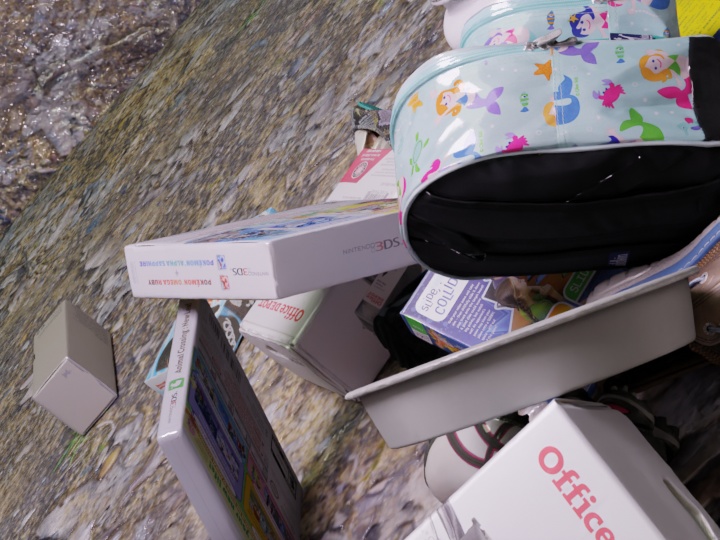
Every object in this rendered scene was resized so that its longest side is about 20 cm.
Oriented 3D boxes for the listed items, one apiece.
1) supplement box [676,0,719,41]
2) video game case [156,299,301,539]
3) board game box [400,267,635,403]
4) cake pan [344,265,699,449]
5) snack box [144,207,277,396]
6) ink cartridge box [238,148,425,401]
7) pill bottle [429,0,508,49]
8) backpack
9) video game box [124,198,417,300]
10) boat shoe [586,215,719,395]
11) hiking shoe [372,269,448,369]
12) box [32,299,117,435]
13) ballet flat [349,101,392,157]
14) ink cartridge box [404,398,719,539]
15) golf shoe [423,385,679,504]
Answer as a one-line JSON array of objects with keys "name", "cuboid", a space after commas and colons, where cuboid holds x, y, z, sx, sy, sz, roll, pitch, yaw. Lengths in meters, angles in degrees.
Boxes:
[{"name": "supplement box", "cuboid": [0.249, -0.155, 1.012, 0.109, 0.109, 0.200, -49, 21, 2]}, {"name": "video game case", "cuboid": [-0.090, 0.142, 1.124, 0.022, 0.201, 0.183, -19, 28, 9]}, {"name": "board game box", "cuboid": [0.135, -0.019, 1.024, 0.135, 0.035, 0.201, 26, 74, 29]}, {"name": "cake pan", "cuboid": [0.090, 0.048, 0.821, 0.198, 0.037, 0.200, -20, -4, -1]}, {"name": "snack box", "cuboid": [-0.149, 0.034, 1.645, 0.116, 0.037, 0.201, -27, 31, 47]}, {"name": "ink cartridge box", "cuboid": [0.000, 0.000, 1.320, 0.201, 0.085, 0.145, -53, 20, -10]}, {"name": "pill bottle", "cuboid": [0.133, -0.192, 1.191, 0.119, 0.200, 0.120, -42, 22, 22]}, {"name": "backpack", "cuboid": [0.115, -0.072, 0.922, 0.198, 0.178, 0.152, -11, 65, 2]}, {"name": "video game box", "cuboid": [-0.041, -0.018, 1.136, 0.199, 0.047, 0.181, -14, 7, -39]}, {"name": "boat shoe", "cuboid": [0.209, 0.021, 0.876, 0.200, 0.072, 0.073, -35, 37, 45]}, {"name": "hiking shoe", "cuboid": [0.092, 0.008, 1.128, 0.199, 0.075, 0.087, -17, 27, 45]}, {"name": "box", "cuboid": [-0.345, 0.114, 1.870, 0.068, 0.082, 0.200, -48, 19, 7]}, {"name": "ballet flat", "cuboid": [0.027, -0.126, 1.504, 0.072, 0.072, 0.200, -53, 19, -5]}, {"name": "ink cartridge box", "cuboid": [0.081, 0.179, 0.748, 0.200, 0.083, 0.146, -46, 64, 16]}, {"name": "golf shoe", "cuboid": [0.096, 0.127, 0.918, 0.199, 0.077, 0.089, -23, 40, 53]}]
